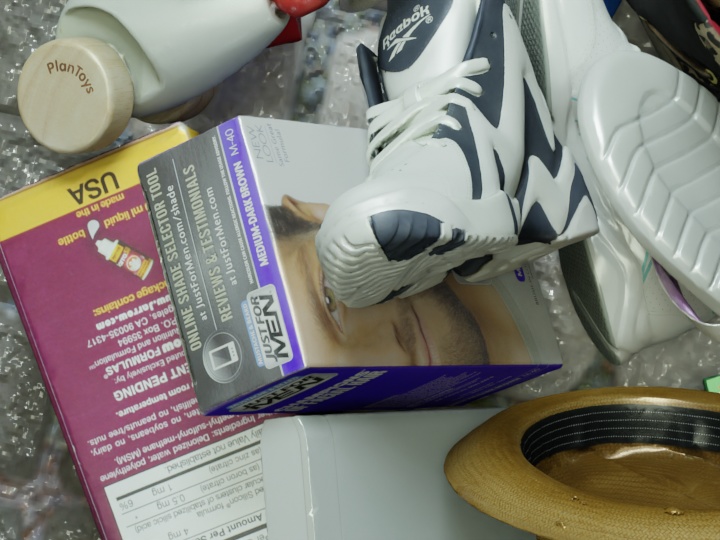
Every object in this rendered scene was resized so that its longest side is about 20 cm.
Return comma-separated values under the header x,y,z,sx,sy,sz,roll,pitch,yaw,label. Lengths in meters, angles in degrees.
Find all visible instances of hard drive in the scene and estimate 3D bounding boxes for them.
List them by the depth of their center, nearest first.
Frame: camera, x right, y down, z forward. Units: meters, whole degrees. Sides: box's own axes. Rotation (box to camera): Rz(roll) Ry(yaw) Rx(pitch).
x,y,z,sx,sy,sz,roll,pitch,yaw,label
0.029,0.126,1.159,0.026,0.199,0.133,-8,85,34,hard drive

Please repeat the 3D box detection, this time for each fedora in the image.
x,y,z,sx,sy,sz,roll,pitch,yaw,label
0.129,0.110,1.126,0.199,0.201,0.082,2,106,8,fedora

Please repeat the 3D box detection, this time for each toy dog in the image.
x,y,z,sx,sy,sz,roll,pitch,yaw,label
-0.067,-0.132,1.151,0.199,0.132,0.097,-31,87,7,toy dog

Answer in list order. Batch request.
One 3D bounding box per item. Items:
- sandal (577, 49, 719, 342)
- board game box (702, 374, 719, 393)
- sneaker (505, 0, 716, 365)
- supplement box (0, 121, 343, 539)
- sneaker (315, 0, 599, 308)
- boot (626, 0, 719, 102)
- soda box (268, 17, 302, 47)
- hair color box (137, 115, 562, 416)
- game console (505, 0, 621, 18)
x,y,z,sx,sy,sz,roll,pitch,yaw,label
0.157,-0.005,1.171,0.203,0.050,0.082,48,52,-5,sandal
0.250,0.126,1.206,0.150,0.037,0.201,-15,85,7,board game box
0.117,-0.063,1.216,0.080,0.070,0.202,-19,104,-7,sneaker
-0.074,0.049,1.210,0.103,0.131,0.201,-22,84,7,supplement box
0.024,-0.061,1.104,0.079,0.199,0.130,-26,82,32,sneaker
0.136,-0.149,1.155,0.073,0.151,0.201,-32,101,-3,boot
-0.079,-0.196,1.206,0.063,0.070,0.201,-13,121,5,soda box
0.000,0.000,1.161,0.065,0.199,0.110,-24,76,34,hair color box
0.067,-0.230,1.265,0.170,0.118,0.201,29,91,-22,game console
